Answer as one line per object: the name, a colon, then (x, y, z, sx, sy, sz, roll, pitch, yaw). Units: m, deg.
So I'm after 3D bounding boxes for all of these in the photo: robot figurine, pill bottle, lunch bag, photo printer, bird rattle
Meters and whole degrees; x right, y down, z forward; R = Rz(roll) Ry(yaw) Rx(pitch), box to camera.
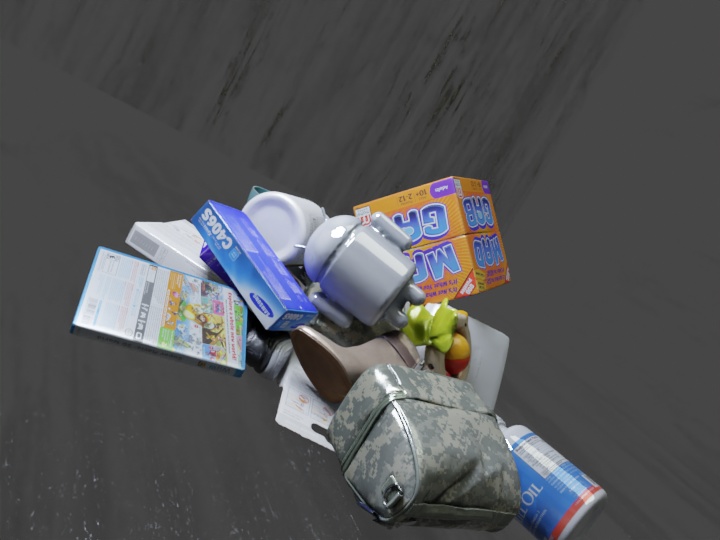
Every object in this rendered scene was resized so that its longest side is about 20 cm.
robot figurine: (0.000, 0.000, 0.919, 0.200, 0.170, 0.113, 39, -5, 4)
pill bottle: (0.237, 0.295, 0.915, 0.200, 0.113, 0.112, 37, 11, 36)
lunch bag: (0.077, 0.216, 0.734, 0.199, 0.140, 0.168, 21, 20, -35)
pill bottle: (-0.112, -0.063, 1.055, 0.114, 0.115, 0.200, 32, 8, 11)
photo printer: (0.161, 0.156, 1.101, 0.199, 0.168, 0.069, 27, -16, -34)
bird rattle: (0.133, 0.140, 0.980, 0.112, 0.202, 0.162, -8, 6, 37)
lunch bag: (-0.010, 0.063, 1.033, 0.163, 0.117, 0.201, 34, 50, -20)

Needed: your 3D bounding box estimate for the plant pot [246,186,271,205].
plant pot: (-0.193, -0.087, 1.489, 0.199, 0.136, 0.200, 30, 9, -6)

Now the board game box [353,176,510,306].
board game box: (0.137, -0.046, 1.185, 0.198, 0.202, 0.199, -14, -2, 29)

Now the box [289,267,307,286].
box: (-0.056, 0.040, 1.289, 0.148, 0.125, 0.199, 38, 11, 32)

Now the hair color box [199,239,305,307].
hair color box: (-0.172, 0.006, 1.058, 0.200, 0.065, 0.110, 47, 13, -23)

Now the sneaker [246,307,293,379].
sneaker: (-0.156, 0.076, 0.926, 0.113, 0.076, 0.200, 31, 11, -14)

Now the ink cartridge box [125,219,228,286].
ink cartridge box: (-0.281, -0.018, 1.125, 0.199, 0.045, 0.176, 33, 10, 7)

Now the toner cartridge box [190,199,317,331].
toner cartridge box: (-0.148, -0.005, 0.896, 0.201, 0.043, 0.095, 52, 15, 19)

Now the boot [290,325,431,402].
boot: (0.012, 0.125, 0.868, 0.201, 0.070, 0.146, 54, 47, -4)

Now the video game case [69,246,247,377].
video game case: (-0.235, 0.050, 0.783, 0.198, 0.018, 0.144, 19, 33, -22)

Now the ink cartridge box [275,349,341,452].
ink cartridge box: (-0.041, 0.186, 0.875, 0.160, 0.050, 0.201, 29, 28, -12)
